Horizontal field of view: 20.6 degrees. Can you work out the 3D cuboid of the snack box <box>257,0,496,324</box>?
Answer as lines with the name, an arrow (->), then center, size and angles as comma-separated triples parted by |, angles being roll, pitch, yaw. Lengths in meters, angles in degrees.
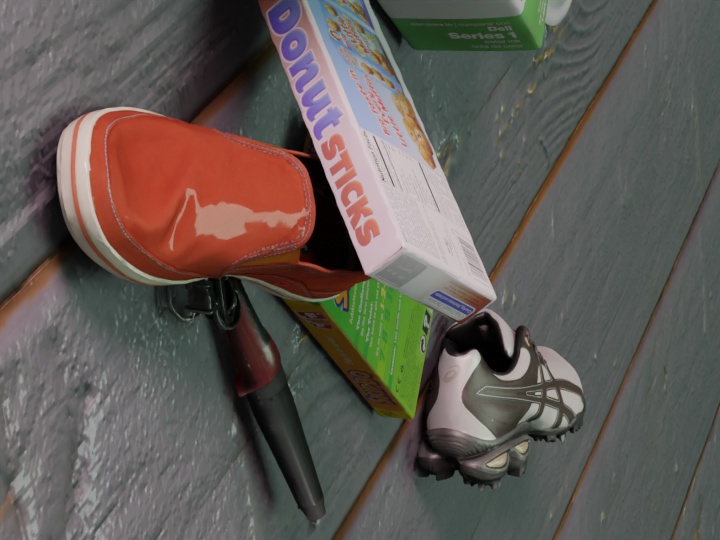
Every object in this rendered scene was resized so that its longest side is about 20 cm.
snack box -> 0.000, -0.071, 0.870 | 0.072, 0.024, 0.201 | 26, 34, -48

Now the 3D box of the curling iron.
curling iron -> -0.051, 0.052, 0.919 | 0.201, 0.025, 0.050 | 71, 27, -44

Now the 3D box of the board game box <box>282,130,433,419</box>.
board game box -> 0.000, 0.000, 1.049 | 0.200, 0.030, 0.096 | 58, 39, -62

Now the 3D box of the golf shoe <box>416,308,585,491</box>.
golf shoe -> 0.095, 0.065, 1.247 | 0.200, 0.077, 0.095 | -34, 125, -66

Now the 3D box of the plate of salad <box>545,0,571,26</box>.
plate of salad -> 0.115, -0.260, 1.285 | 0.200, 0.048, 0.202 | 1, 90, -71

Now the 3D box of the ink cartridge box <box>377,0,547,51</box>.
ink cartridge box -> 0.044, -0.223, 1.048 | 0.200, 0.083, 0.146 | 45, 52, -63

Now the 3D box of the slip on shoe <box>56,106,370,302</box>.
slip on shoe -> -0.050, -0.028, 0.820 | 0.199, 0.061, 0.075 | 15, 64, -53
